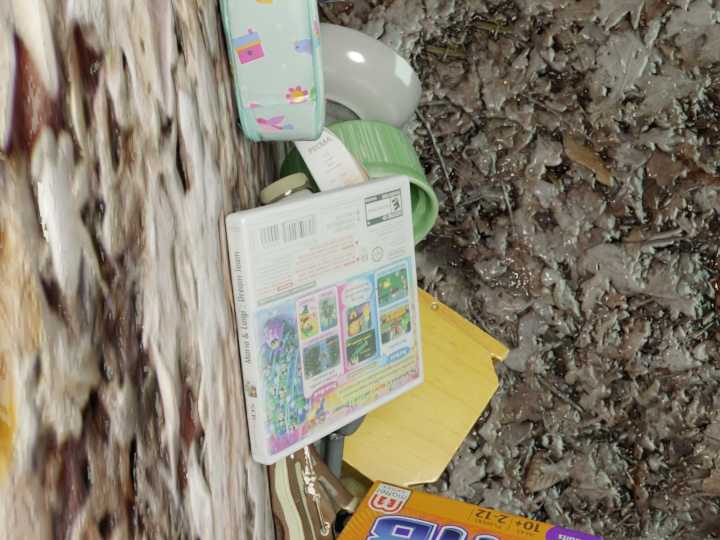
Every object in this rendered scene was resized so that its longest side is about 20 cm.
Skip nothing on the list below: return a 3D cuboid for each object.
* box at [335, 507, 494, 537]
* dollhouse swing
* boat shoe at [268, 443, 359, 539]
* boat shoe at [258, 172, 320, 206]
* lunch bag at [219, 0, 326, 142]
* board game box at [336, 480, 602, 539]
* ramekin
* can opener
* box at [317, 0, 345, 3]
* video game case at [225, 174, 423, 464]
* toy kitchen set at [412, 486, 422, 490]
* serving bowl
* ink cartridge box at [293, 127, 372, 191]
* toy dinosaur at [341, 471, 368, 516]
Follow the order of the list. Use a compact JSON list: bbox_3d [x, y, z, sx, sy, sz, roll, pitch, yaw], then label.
[{"bbox_3d":[0.050,0.347,1.066,0.148,0.197,0.127,-18,104,-73],"label":"box"},{"bbox_3d":[0.039,0.150,1.078,0.201,0.181,0.176,-52,167,-19],"label":"dollhouse swing"},{"bbox_3d":[-0.038,0.199,0.824,0.075,0.074,0.206,-98,-177,-88],"label":"boat shoe"},{"bbox_3d":[-0.054,-0.042,0.979,0.069,0.074,0.200,64,8,8],"label":"boat shoe"},{"bbox_3d":[-0.072,-0.211,0.791,0.161,0.076,0.203,-98,-177,-64],"label":"lunch bag"},{"bbox_3d":[0.066,0.324,0.739,0.200,0.197,0.203,-45,137,-52],"label":"board game box"},{"bbox_3d":[-0.008,-0.095,1.184,0.201,0.197,0.099,85,-8,-59],"label":"ramekin"},{"bbox_3d":[-0.034,0.164,0.872,0.066,0.052,0.203,42,-49,47],"label":"can opener"},{"bbox_3d":[-0.074,-0.387,1.019,0.200,0.102,0.185,-96,-178,-71],"label":"box"},{"bbox_3d":[-0.020,0.030,0.747,0.199,0.023,0.185,-19,109,-49],"label":"video game case"},{"bbox_3d":[-0.031,0.259,1.254,0.180,0.161,0.204,1,-83,62],"label":"toy kitchen set"},{"bbox_3d":[-0.026,-0.218,1.173,0.201,0.197,0.067,86,22,-69],"label":"serving bowl"},{"bbox_3d":[-0.034,-0.134,0.997,0.202,0.050,0.162,64,7,5],"label":"ink cartridge box"},{"bbox_3d":[-0.020,0.247,1.097,0.200,0.099,0.059,-84,174,-72],"label":"toy dinosaur"}]
